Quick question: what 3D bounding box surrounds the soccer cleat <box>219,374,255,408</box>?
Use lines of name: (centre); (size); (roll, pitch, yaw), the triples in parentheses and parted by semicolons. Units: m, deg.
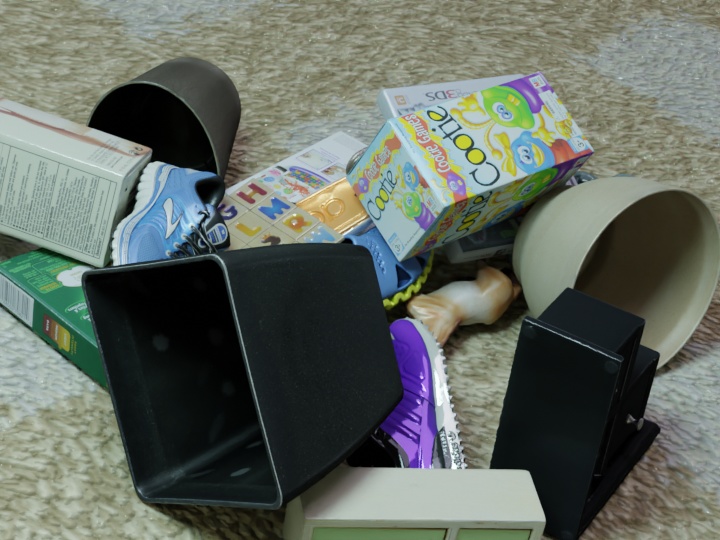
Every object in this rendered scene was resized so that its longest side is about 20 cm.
soccer cleat: (-0.058, 0.111, 1.590); (0.200, 0.065, 0.084); (2, 66, -23)

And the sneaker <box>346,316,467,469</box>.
sneaker: (0.029, 0.127, 1.539); (0.099, 0.070, 0.200); (-6, 53, -9)

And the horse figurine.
horse figurine: (0.089, 0.027, 1.749); (0.200, 0.050, 0.133); (-17, 35, -31)

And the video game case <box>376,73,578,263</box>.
video game case: (0.131, -0.108, 1.804); (0.182, 0.023, 0.200); (-10, 65, -31)

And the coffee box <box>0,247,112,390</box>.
coffee box: (-0.234, 0.040, 1.639); (0.200, 0.044, 0.123); (33, 38, 30)

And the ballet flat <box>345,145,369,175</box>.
ballet flat: (0.064, -0.107, 1.838); (0.200, 0.068, 0.067); (0, 18, -28)

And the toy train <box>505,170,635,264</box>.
toy train: (0.237, -0.044, 1.873); (0.200, 0.085, 0.114); (1, 45, -15)

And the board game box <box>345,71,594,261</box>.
board game box: (0.106, -0.102, 1.706); (0.200, 0.105, 0.103); (-21, 71, -35)

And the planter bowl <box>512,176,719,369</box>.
planter bowl: (0.233, -0.006, 1.726); (0.200, 0.200, 0.135); (-14, 29, -33)

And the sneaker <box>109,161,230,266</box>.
sneaker: (-0.169, -0.028, 1.615); (0.089, 0.079, 0.200); (-1, 45, 14)

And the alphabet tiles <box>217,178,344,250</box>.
alphabet tiles: (-0.118, -0.014, 1.651); (0.166, 0.006, 0.200); (-38, 50, -25)

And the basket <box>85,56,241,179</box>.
basket: (-0.194, -0.137, 1.824); (0.136, 0.180, 0.200); (-7, 22, 10)

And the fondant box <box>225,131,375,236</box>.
fondant box: (-0.029, -0.062, 1.837); (0.144, 0.058, 0.200); (31, 37, 25)

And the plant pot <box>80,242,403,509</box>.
plant pot: (-0.083, 0.070, 1.446); (0.177, 0.200, 0.200); (-19, 8, -41)

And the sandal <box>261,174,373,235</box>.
sandal: (-0.066, -0.044, 1.712); (0.207, 0.059, 0.079); (-36, 62, -3)

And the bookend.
bookend: (0.205, 0.097, 1.544); (0.092, 0.199, 0.200); (23, 35, 21)

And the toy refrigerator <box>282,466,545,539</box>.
toy refrigerator: (0.043, 0.211, 1.442); (0.200, 0.076, 0.070); (3, 35, -14)

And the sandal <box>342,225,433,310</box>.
sandal: (0.000, 0.000, 1.687); (0.079, 0.087, 0.200); (16, 45, 33)

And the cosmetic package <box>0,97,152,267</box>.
cosmetic package: (-0.311, -0.091, 1.674); (0.200, 0.103, 0.087); (20, 25, 4)
